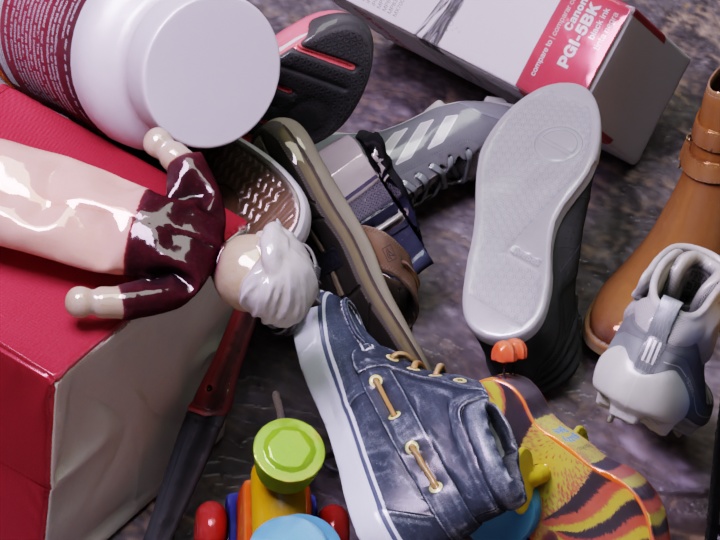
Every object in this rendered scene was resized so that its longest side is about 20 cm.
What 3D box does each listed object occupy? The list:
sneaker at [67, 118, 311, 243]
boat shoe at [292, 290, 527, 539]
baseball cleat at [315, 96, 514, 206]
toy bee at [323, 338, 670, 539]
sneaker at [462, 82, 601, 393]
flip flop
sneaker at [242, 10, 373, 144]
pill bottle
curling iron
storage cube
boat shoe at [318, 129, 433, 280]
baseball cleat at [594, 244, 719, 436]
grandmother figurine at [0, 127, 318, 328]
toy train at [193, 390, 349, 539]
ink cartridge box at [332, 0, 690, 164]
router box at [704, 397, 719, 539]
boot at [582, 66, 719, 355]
[{"bbox_3d":[-0.097,-0.039,1.722,0.199,0.085,0.073,18,75,36],"label":"sneaker"},{"bbox_3d":[0.028,0.074,1.601,0.091,0.071,0.201,-28,46,8],"label":"boat shoe"},{"bbox_3d":[0.025,-0.050,1.863,0.199,0.070,0.107,-9,53,-9],"label":"baseball cleat"},{"bbox_3d":[0.087,0.099,1.638,0.199,0.109,0.131,19,12,-2],"label":"toy bee"},{"bbox_3d":[0.106,-0.014,1.785,0.070,0.099,0.201,5,55,16],"label":"sneaker"},{"bbox_3d":[0.000,0.000,1.709,0.057,0.081,0.201,-28,93,-33],"label":"flip flop"},{"bbox_3d":[-0.072,-0.104,1.801,0.074,0.200,0.087,24,38,-34],"label":"sneaker"},{"bbox_3d":[-0.130,-0.131,1.673,0.112,0.114,0.200,-17,23,-26],"label":"pill bottle"},{"bbox_3d":[-0.077,0.074,1.623,0.025,0.201,0.050,28,0,-36],"label":"curling iron"},{"bbox_3d":[-0.189,0.038,1.637,0.179,0.172,0.200,28,44,21],"label":"storage cube"},{"bbox_3d":[-0.049,0.009,1.769,0.199,0.093,0.075,-34,20,-1],"label":"boat shoe"},{"bbox_3d":[0.179,0.040,1.662,0.069,0.107,0.200,27,5,6],"label":"baseball cleat"},{"bbox_3d":[-0.116,-0.021,1.548,0.199,0.061,0.122,19,70,4],"label":"grandmother figurine"},{"bbox_3d":[-0.044,0.117,1.584,0.084,0.116,0.201,2,53,-6],"label":"toy train"},{"bbox_3d":[0.096,-0.159,1.920,0.199,0.083,0.147,29,1,23],"label":"ink cartridge box"},{"bbox_3d":[0.228,0.047,1.609,0.051,0.201,0.149,10,36,12],"label":"router box"},{"bbox_3d":[0.206,-0.044,1.800,0.073,0.155,0.200,27,44,22],"label":"boot"}]
